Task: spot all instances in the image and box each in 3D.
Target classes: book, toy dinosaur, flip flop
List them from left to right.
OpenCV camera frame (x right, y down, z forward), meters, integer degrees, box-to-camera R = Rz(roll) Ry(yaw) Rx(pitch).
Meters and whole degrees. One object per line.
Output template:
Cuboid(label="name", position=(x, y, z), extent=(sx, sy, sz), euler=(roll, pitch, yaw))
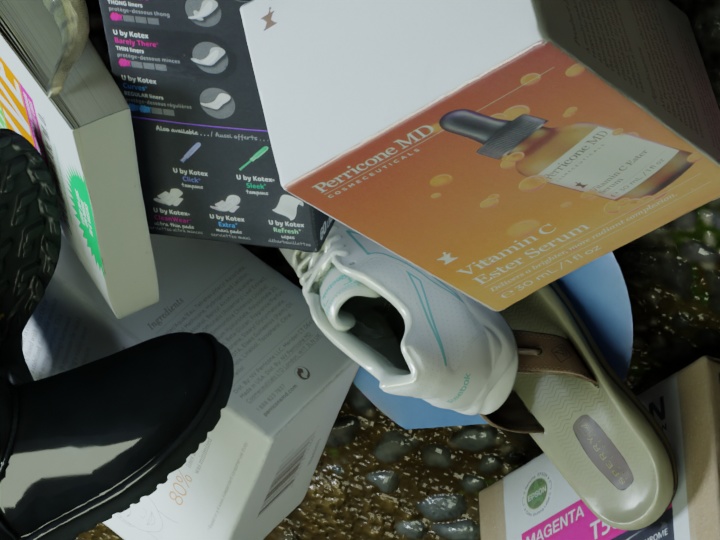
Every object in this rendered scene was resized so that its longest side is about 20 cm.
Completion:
Cuboid(label="book", position=(-0.165, -0.085, 1.421), extent=(0.200, 0.048, 0.134), euler=(52, 157, 43))
Cuboid(label="toy dinosaur", position=(-0.157, -0.183, 1.373), extent=(0.088, 0.200, 0.047), euler=(-39, 143, 16))
Cuboid(label="flip flop", position=(0.089, 0.061, 1.421), extent=(0.200, 0.058, 0.081), euler=(51, 130, 11))

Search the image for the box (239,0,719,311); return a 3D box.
Cuboid(label="box", position=(0.065, -0.083, 1.276), extent=(0.152, 0.107, 0.200), euler=(-28, 149, 25))

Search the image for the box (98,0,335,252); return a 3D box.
Cuboid(label="box", position=(-0.061, -0.126, 1.368), extent=(0.106, 0.122, 0.201), euler=(6, 131, 17))

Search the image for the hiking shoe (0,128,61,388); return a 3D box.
Cuboid(label="hiking shoe", position=(-0.212, 0.011, 1.420), extent=(0.087, 0.074, 0.201), euler=(41, 129, 50))

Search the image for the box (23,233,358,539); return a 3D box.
Cuboid(label="box", position=(-0.119, 0.058, 1.522), extent=(0.200, 0.106, 0.153), euler=(37, 136, 12))

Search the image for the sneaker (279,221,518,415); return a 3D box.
Cuboid(label="sneaker", position=(0.000, 0.000, 1.408), extent=(0.200, 0.080, 0.071), euler=(45, 116, 36))

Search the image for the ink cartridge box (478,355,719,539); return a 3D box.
Cuboid(label="ink cartridge box", position=(0.156, 0.165, 1.475), extent=(0.075, 0.165, 0.200), euler=(21, 140, -31))

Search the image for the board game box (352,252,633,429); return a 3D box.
Cuboid(label="board game box", position=(0.066, 0.007, 1.478), extent=(0.199, 0.039, 0.159), euler=(-7, 111, 32))

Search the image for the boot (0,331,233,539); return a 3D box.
Cuboid(label="boot", position=(-0.186, 0.065, 1.355), extent=(0.200, 0.077, 0.168), euler=(-37, 128, 10))
